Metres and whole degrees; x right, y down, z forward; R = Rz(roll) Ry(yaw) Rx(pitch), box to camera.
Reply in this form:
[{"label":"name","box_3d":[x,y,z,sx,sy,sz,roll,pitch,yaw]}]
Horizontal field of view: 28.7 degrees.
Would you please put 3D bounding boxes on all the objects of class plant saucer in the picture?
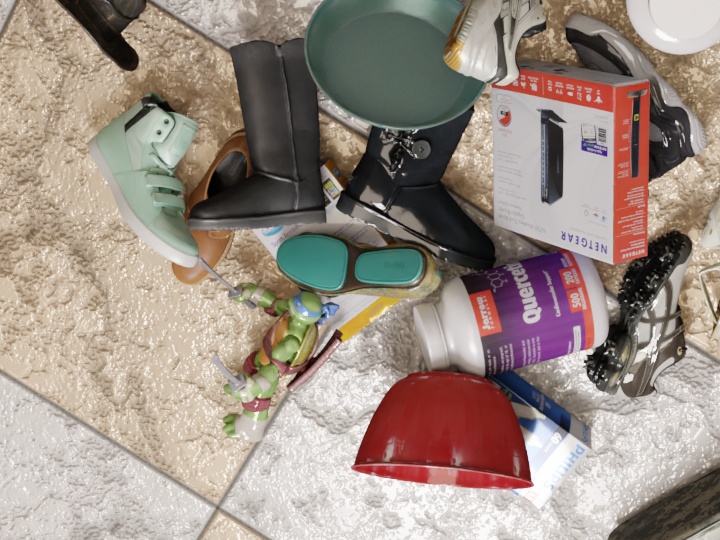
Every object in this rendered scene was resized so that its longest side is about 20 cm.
[{"label":"plant saucer","box_3d":[0.038,-0.221,1.478,0.198,0.201,0.036,18,149,4]}]

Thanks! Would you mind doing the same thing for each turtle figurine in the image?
[{"label":"turtle figurine","box_3d":[-0.134,0.090,1.585,0.144,0.199,0.195,51,136,31]}]

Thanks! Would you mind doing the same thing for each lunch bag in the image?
[{"label":"lunch bag","box_3d":[0.394,0.344,1.589,0.199,0.139,0.168,-35,98,18]}]

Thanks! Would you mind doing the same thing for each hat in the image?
[{"label":"hat","box_3d":[-0.282,-0.312,1.489,0.081,0.201,0.201,-39,97,10]}]

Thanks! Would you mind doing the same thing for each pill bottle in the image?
[{"label":"pill bottle","box_3d":[0.315,-0.275,1.380,0.110,0.200,0.112,3,108,9]},{"label":"pill bottle","box_3d":[0.162,0.051,1.529,0.198,0.112,0.113,-15,105,-5]}]

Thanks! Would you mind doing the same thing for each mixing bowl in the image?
[{"label":"mixing bowl","box_3d":[0.093,0.171,1.518,0.198,0.200,0.109,4,76,8]}]

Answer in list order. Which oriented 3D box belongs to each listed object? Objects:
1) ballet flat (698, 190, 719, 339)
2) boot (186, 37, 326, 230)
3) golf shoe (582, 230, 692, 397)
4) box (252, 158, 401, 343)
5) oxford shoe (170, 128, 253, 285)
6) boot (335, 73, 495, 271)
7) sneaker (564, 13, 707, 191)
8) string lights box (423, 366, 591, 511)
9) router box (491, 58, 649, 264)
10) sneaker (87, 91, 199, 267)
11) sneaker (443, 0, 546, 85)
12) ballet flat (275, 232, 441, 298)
[{"label":"ballet flat","box_3d":[0.395,-0.014,1.520,0.062,0.067,0.202,-3,106,21]},{"label":"boot","box_3d":[-0.117,-0.146,1.512,0.164,0.065,0.202,-6,94,-30]},{"label":"golf shoe","box_3d":[0.328,0.052,1.555,0.094,0.078,0.201,20,112,-15]},{"label":"box","box_3d":[-0.034,-0.031,1.603,0.119,0.041,0.201,-36,95,18]},{"label":"oxford shoe","box_3d":[-0.172,-0.066,1.599,0.071,0.071,0.201,26,111,0]},{"label":"boot","box_3d":[0.089,-0.107,1.535,0.199,0.076,0.169,24,101,-11]},{"label":"sneaker","box_3d":[0.264,-0.167,1.474,0.200,0.075,0.114,45,89,-9]},{"label":"string lights box","box_3d":[0.158,0.172,1.620,0.199,0.059,0.103,36,109,-2]},{"label":"router box","box_3d":[0.215,-0.118,1.457,0.048,0.199,0.181,-12,109,-29]},{"label":"sneaker","box_3d":[-0.215,-0.107,1.563,0.118,0.074,0.201,-41,70,16]},{"label":"sneaker","box_3d":[0.159,-0.285,1.456,0.087,0.076,0.202,24,84,-10]},{"label":"ballet flat","box_3d":[0.000,0.000,1.547,0.198,0.071,0.071,4,109,31]}]
